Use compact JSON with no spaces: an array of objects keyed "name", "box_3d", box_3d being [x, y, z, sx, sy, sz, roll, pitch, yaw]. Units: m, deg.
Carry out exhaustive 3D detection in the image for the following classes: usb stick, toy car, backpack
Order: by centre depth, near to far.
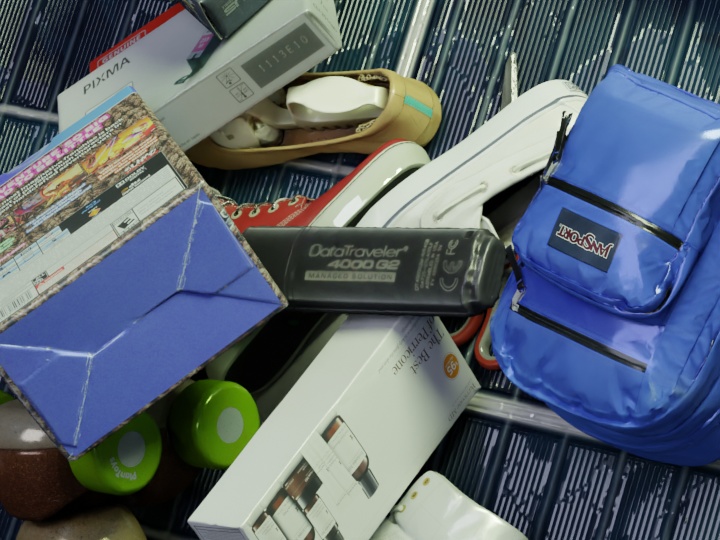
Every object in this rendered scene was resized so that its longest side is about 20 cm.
[{"name":"backpack","box_3d":[0.161,-0.002,1.599,0.162,0.168,0.201,26,91,40]},{"name":"usb stick","box_3d":[0.000,0.000,1.673,0.199,0.033,0.056,1,69,40]},{"name":"toy car","box_3d":[-0.159,0.170,1.755,0.164,0.157,0.201,3,100,46]}]

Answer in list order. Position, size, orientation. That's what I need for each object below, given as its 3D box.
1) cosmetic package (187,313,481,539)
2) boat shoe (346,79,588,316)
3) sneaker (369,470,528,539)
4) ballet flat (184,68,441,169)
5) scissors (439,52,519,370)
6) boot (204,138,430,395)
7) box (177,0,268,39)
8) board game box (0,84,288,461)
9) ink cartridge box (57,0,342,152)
[{"name":"cosmetic package","box_3d":[-0.011,0.107,1.649,0.050,0.083,0.200,2,43,44]},{"name":"boat shoe","box_3d":[0.070,-0.029,1.704,0.200,0.072,0.066,-37,52,6]},{"name":"sneaker","box_3d":[0.011,0.172,1.687,0.199,0.074,0.116,14,66,36]},{"name":"ballet flat","box_3d":[-0.044,-0.106,1.810,0.199,0.063,0.069,-4,72,29]},{"name":"scissors","box_3d":[0.094,-0.037,1.739,0.073,0.014,0.201,11,78,34]},{"name":"boot","box_3d":[-0.055,-0.038,1.790,0.200,0.072,0.144,-45,56,13]},{"name":"box","box_3d":[-0.067,-0.265,1.785,0.200,0.051,0.158,-43,58,-5]},{"name":"board game box","box_3d":[-0.155,-0.003,1.680,0.159,0.097,0.200,-35,26,-2]},{"name":"ink cartridge box","box_3d":[-0.110,-0.151,1.835,0.199,0.044,0.174,-32,36,16]}]
